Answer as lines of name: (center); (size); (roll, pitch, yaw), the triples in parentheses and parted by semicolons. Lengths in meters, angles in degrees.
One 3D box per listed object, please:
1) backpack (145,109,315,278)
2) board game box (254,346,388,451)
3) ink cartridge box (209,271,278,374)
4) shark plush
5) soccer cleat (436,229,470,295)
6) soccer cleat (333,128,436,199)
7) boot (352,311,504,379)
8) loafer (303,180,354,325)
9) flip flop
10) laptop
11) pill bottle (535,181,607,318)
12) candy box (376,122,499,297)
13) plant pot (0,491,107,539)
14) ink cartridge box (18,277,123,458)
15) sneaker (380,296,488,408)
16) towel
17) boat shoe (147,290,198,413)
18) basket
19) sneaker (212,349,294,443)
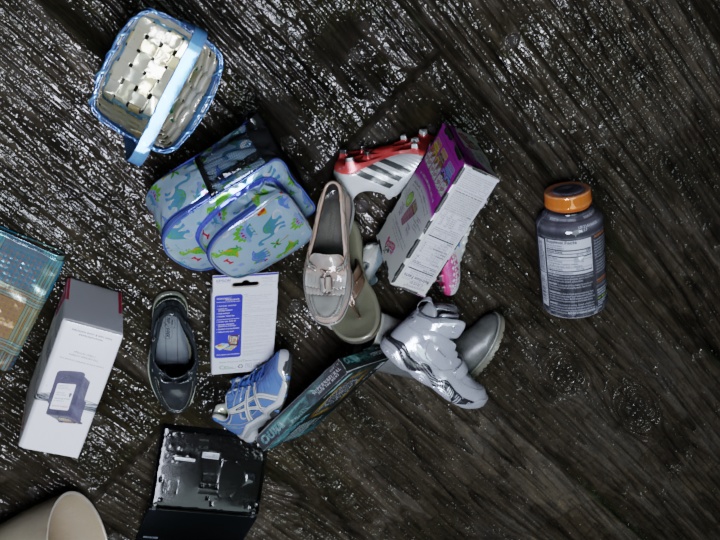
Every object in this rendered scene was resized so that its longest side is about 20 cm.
backpack: (-0.173, -0.080, 1.198); (0.199, 0.147, 0.183); (-28, 154, 3)
board game box: (-0.057, 0.192, 1.356); (0.200, 0.135, 0.028); (-45, 73, 24)
ink cartridge box: (-0.172, 0.072, 1.315); (0.094, 0.037, 0.201); (-3, 133, -14)
shark plush: (0.000, 0.000, 1.368); (0.201, 0.091, 0.083); (-58, 140, -4)
soccer cleat: (0.141, -0.057, 1.361); (0.086, 0.070, 0.201); (-17, 115, -8)
soccer cleat: (0.059, -0.149, 1.307); (0.199, 0.069, 0.086); (-12, 123, -7)
boot: (0.109, 0.109, 1.430); (0.199, 0.073, 0.182); (29, 100, -17)
loafer: (-0.046, -0.027, 1.238); (0.071, 0.063, 0.201); (1, 71, 8)
flip flop: (-0.022, 0.009, 1.286); (0.081, 0.201, 0.058); (-13, 160, 13)
laptop: (-0.257, 0.354, 1.455); (0.176, 0.103, 0.201); (10, 84, -20)
pill bottle: (0.330, -0.035, 1.403); (0.106, 0.106, 0.201); (-14, 115, -10)
candy box: (0.102, -0.083, 1.236); (0.061, 0.137, 0.200); (22, 117, -21)
plant pot: (-0.509, 0.448, 1.345); (0.199, 0.188, 0.188); (-16, 116, 7)
ink cartridge box: (-0.401, 0.135, 1.247); (0.084, 0.145, 0.201); (18, 106, -22)
sneaker: (0.137, 0.125, 1.363); (0.200, 0.075, 0.115); (33, 104, -17)
towel: (-0.516, 0.034, 1.243); (0.146, 0.022, 0.201); (25, 104, -23)
boat shoe: (-0.275, 0.134, 1.326); (0.074, 0.066, 0.200); (1, 112, -16)
basket: (-0.247, -0.233, 1.105); (0.139, 0.200, 0.177); (28, 104, -23)
sneaker: (-0.160, 0.188, 1.353); (0.077, 0.076, 0.200); (25, 126, -13)
